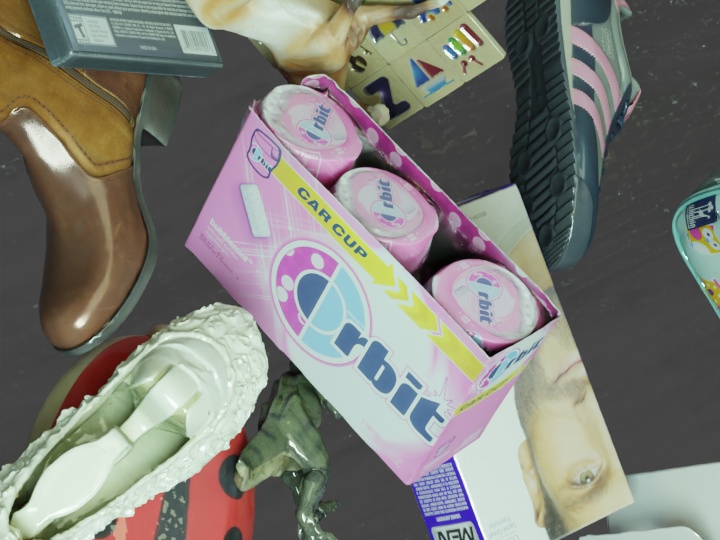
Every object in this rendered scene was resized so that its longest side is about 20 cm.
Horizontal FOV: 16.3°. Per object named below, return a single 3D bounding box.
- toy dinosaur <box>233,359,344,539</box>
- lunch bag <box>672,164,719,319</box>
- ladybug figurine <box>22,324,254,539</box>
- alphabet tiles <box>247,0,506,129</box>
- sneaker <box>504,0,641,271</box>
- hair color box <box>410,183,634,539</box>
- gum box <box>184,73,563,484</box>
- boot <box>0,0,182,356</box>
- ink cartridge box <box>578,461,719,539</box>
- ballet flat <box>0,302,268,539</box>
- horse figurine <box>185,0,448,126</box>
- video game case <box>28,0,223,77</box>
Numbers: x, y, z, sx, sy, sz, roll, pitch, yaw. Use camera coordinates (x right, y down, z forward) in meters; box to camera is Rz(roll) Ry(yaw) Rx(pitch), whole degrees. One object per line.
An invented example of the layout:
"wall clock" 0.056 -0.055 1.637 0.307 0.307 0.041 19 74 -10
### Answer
"toy dinosaur" -0.034 0.104 1.367 0.200 0.047 0.089 -58 132 -67
"lunch bag" 0.288 0.008 1.529 0.077 0.160 0.201 -37 100 -30
"ladybug figurine" -0.113 0.125 1.333 0.135 0.072 0.201 10 76 -27
"alphabet tiles" -0.016 -0.172 1.395 0.200 0.166 0.006 48 43 -13
"sneaker" 0.136 -0.090 1.505 0.082 0.070 0.201 14 66 -30
"hair color box" 0.070 0.063 1.454 0.109 0.065 0.201 -22 93 -32
"gum box" 0.000 0.000 1.354 0.200 0.114 0.066 46 46 16
"boot" -0.182 -0.075 1.296 0.200 0.068 0.189 36 62 -43
"ink cartridge box" 0.240 0.180 1.489 0.199 0.128 0.126 3 79 -28
"ballet flat" -0.115 0.086 1.264 0.200 0.072 0.072 -43 102 -23
"horse figurine" -0.042 -0.153 1.370 0.199 0.132 0.050 31 48 -23
"video game case" -0.150 -0.200 1.351 0.143 0.019 0.201 -3 69 -60
